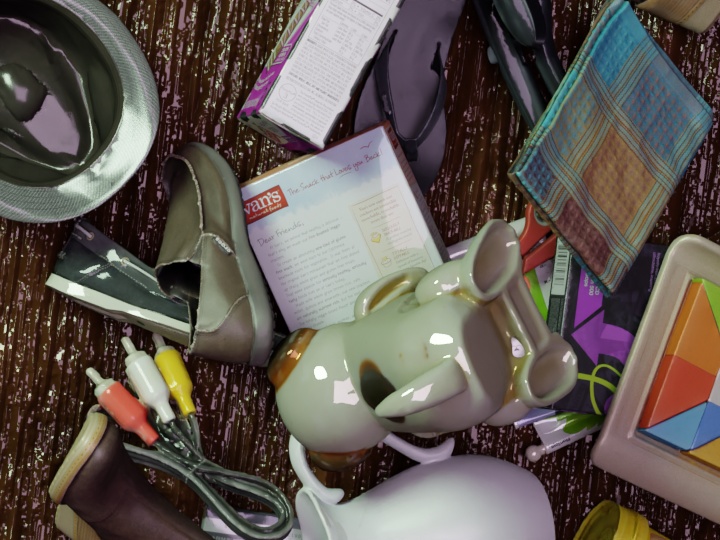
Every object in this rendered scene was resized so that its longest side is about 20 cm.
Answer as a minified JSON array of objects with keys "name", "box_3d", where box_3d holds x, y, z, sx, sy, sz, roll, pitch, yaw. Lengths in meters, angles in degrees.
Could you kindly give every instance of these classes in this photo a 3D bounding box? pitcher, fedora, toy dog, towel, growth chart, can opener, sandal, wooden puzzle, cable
[{"name":"pitcher","box_3d":[0.043,0.185,1.655,0.199,0.121,0.172,-6,93,-18]},{"name":"fedora","box_3d":[-0.251,-0.130,1.613,0.200,0.090,0.177,40,84,-3]},{"name":"toy dog","box_3d":[0.031,0.080,1.555,0.140,0.200,0.194,56,39,-18]},{"name":"towel","box_3d":[0.201,-0.099,1.668,0.147,0.022,0.200,48,57,-26]},{"name":"growth chart","box_3d":[0.140,0.054,1.725,0.144,0.018,0.200,-29,95,-8]},{"name":"can opener","box_3d":[0.138,-0.154,1.683,0.063,0.079,0.200,-18,100,30]},{"name":"sandal","box_3d":[0.039,-0.153,1.686,0.076,0.043,0.201,8,91,-10]},{"name":"wooden puzzle","box_3d":[0.296,0.096,1.697,0.185,0.037,0.200,26,83,-20]},{"name":"cable","box_3d":[-0.137,0.137,1.627,0.097,0.050,0.200,-31,64,-28]}]

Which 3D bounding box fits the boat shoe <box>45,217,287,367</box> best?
[{"name":"boat shoe","box_3d":[-0.140,0.021,1.644,0.200,0.072,0.068,23,78,0]}]

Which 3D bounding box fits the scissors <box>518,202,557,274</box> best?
[{"name":"scissors","box_3d":[0.118,-0.008,1.707,0.200,0.014,0.073,-32,99,-6]}]

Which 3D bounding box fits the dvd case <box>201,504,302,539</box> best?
[{"name":"dvd case","box_3d":[-0.066,0.296,1.700,0.148,0.016,0.201,9,90,-10]}]

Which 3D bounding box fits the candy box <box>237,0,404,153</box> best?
[{"name":"candy box","box_3d":[-0.016,-0.191,1.628,0.061,0.136,0.200,30,86,-10]}]

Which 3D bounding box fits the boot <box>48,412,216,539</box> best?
[{"name":"boot","box_3d":[-0.147,0.187,1.592,0.166,0.200,0.072,26,63,4]}]

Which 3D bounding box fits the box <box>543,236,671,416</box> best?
[{"name":"box","box_3d":[0.244,0.051,1.714,0.199,0.036,0.143,7,88,-22]}]

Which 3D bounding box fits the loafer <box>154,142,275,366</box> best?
[{"name":"loafer","box_3d":[-0.121,-0.016,1.601,0.071,0.073,0.200,-6,52,-21]}]

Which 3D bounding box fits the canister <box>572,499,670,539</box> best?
[{"name":"canister","box_3d":[0.252,0.297,1.721,0.200,0.087,0.149,30,88,-11]}]

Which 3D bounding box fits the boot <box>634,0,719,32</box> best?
[{"name":"boot","box_3d":[0.258,-0.308,1.696,0.166,0.072,0.200,34,89,-10]}]

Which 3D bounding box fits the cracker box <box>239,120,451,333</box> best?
[{"name":"cracker box","box_3d":[0.000,0.000,1.662,0.134,0.058,0.200,-23,97,10]}]
